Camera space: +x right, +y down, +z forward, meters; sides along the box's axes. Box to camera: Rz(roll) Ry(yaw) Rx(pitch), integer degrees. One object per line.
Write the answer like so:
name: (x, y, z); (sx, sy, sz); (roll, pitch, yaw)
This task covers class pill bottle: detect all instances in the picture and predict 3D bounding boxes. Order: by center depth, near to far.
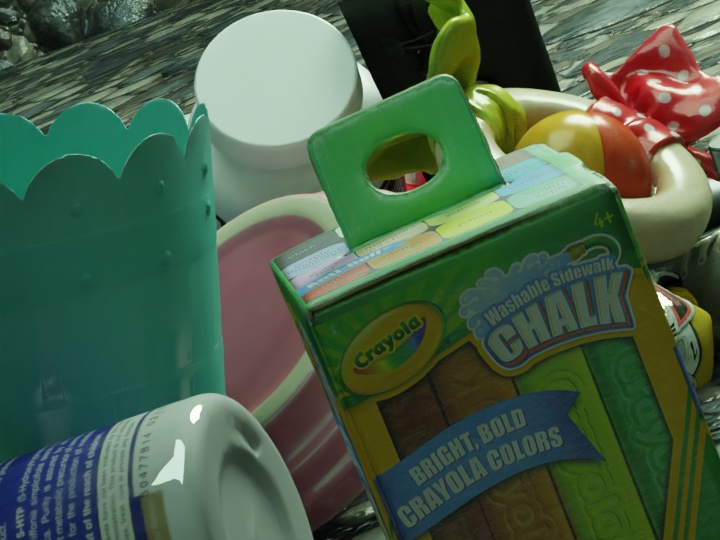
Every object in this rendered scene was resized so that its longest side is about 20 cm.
pill bottle: (-0.126, 0.133, 1.148); (0.199, 0.120, 0.120); (-19, 13, 17)
pill bottle: (-0.032, -0.048, 1.545); (0.113, 0.113, 0.200); (-25, -29, -8)

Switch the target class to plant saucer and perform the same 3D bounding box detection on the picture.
plant saucer: (-0.044, 0.040, 1.344); (0.200, 0.051, 0.201); (-31, 38, 28)

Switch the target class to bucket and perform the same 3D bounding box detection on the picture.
bucket: (-0.155, 0.009, 1.261); (0.206, 0.135, 0.207); (-8, 11, 1)

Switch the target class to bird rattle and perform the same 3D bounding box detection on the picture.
bird rattle: (0.097, -0.047, 1.332); (0.199, 0.113, 0.163); (15, 28, -23)

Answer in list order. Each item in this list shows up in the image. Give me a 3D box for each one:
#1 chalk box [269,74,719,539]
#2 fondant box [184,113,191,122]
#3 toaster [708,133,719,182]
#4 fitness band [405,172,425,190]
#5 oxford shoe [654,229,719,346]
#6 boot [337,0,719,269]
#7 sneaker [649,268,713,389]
chalk box: (0.046, 0.031, 1.075); (0.124, 0.201, 0.124); (-24, 12, -3)
fondant box: (-0.121, 0.011, 1.613); (0.058, 0.145, 0.200); (-16, 14, 32)
toaster: (0.257, -0.030, 1.142); (0.180, 0.119, 0.200); (-26, 13, -18)
fitness band: (0.086, -0.055, 1.671); (0.143, 0.038, 0.200); (-1, 8, -11)
oxford shoe: (0.181, -0.001, 1.314); (0.075, 0.058, 0.200); (-32, 13, -30)
boot: (0.100, -0.086, 1.483); (0.164, 0.201, 0.066); (-21, 12, 10)
sneaker: (0.108, 0.032, 1.306); (0.082, 0.078, 0.200); (-2, 9, -7)
